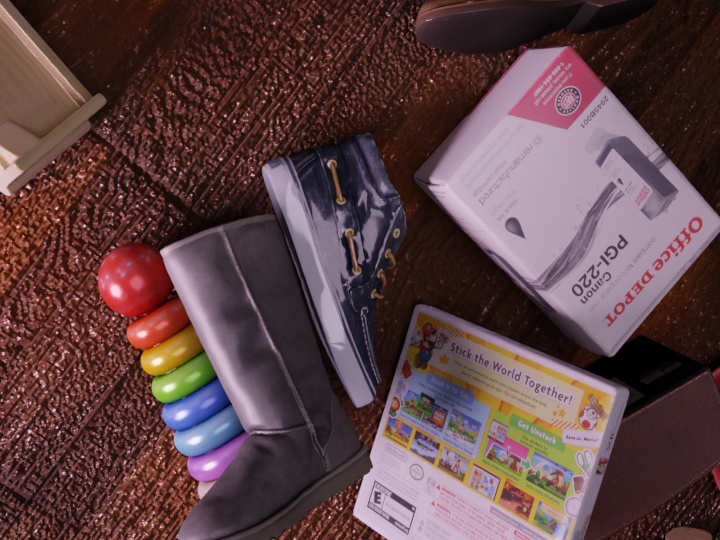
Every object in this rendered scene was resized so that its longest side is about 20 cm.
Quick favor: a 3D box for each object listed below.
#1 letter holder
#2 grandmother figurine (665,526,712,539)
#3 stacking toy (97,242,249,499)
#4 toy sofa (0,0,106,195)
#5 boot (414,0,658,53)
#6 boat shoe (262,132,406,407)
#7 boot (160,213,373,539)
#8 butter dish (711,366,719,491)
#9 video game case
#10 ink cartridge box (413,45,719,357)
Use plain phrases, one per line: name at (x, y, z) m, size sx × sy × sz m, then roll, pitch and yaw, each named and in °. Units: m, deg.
letter holder at (0.200, 0.172, 0.795) m, size 0.199 × 0.101 × 0.143 m, roll -27°, pitch 106°, yaw -8°
grandmother figurine at (0.299, 0.340, 0.868) m, size 0.120 × 0.061 × 0.202 m, roll -20°, pitch 100°, yaw -1°
stacking toy at (-0.129, 0.071, 0.715) m, size 0.085 × 0.085 × 0.201 m, roll -31°, pitch 97°, yaw -7°
toy sofa at (-0.274, -0.152, 0.645) m, size 0.200 × 0.097 × 0.083 m, roll 50°, pitch 61°, yaw -15°
boot at (0.128, -0.219, 0.741) m, size 0.198 × 0.074 × 0.076 m, roll -14°, pitch 83°, yaw -16°
boat shoe at (0.000, 0.000, 0.732) m, size 0.090 × 0.071 × 0.202 m, roll -20°, pitch 102°, yaw -8°
boot at (-0.086, 0.073, 0.654) m, size 0.181 × 0.072 × 0.202 m, roll -25°, pitch 96°, yaw -49°
butter dish at (0.414, 0.151, 0.819) m, size 0.199 × 0.148 × 0.201 m, roll -29°, pitch 104°, yaw -7°
video game case at (0.088, 0.140, 0.718) m, size 0.023 × 0.199 × 0.184 m, roll 12°, pitch 97°, yaw -42°
ink cartridge box at (0.165, -0.054, 0.759) m, size 0.200 × 0.085 × 0.146 m, roll 43°, pitch 87°, yaw -18°
